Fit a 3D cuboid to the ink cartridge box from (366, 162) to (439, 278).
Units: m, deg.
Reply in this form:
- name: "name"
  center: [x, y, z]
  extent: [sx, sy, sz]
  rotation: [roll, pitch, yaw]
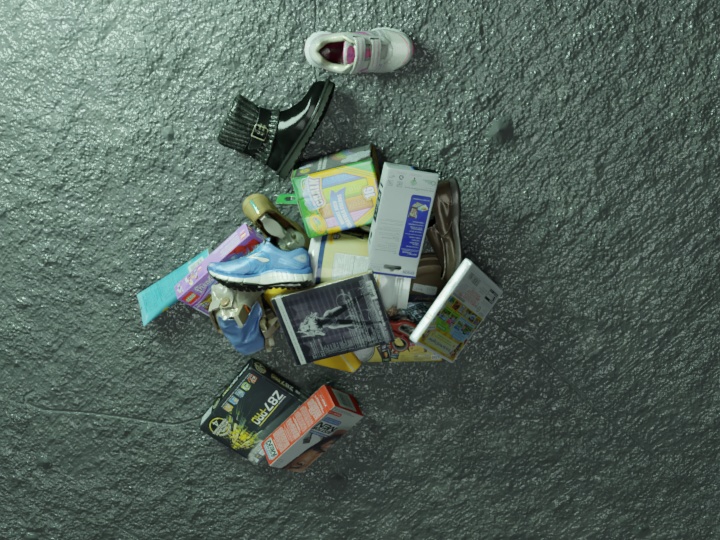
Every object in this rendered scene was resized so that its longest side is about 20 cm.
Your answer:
- name: "ink cartridge box"
  center: [0.072, -0.088, 1.402]
  extent: [0.098, 0.039, 0.202]
  rotation: [7, 110, -14]

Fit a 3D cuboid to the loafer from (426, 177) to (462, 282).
- name: "loafer"
  center: [0.152, -0.073, 1.461]
  extent: [0.070, 0.073, 0.203]
  rotation: [-3, 107, 2]

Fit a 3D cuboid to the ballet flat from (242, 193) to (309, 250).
- name: "ballet flat"
  center: [-0.151, -0.069, 1.467]
  extent: [0.069, 0.063, 0.200]
  rotation: [-43, 139, 6]

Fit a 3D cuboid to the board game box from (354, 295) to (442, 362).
- name: "board game box"
  center: [0.069, 0.119, 1.586]
  extent: [0.197, 0.035, 0.137]
  rotation: [0, 113, 1]

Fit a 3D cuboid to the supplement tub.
- name: "supplement tub"
  center: [0.000, 0.000, 1.502]
  extent: [0.197, 0.145, 0.146]
  rotation: [8, 113, 2]

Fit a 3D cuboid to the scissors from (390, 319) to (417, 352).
- name: "scissors"
  center: [0.040, 0.098, 1.530]
  extent: [0.199, 0.014, 0.073]
  rotation: [36, 115, -26]

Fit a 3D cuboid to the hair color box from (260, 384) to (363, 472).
- name: "hair color box"
  center: [-0.103, 0.341, 1.665]
  extent: [0.200, 0.064, 0.111]
  rotation: [-43, 141, 15]

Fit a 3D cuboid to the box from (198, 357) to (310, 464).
- name: "box"
  center: [-0.230, 0.307, 1.690]
  extent: [0.161, 0.049, 0.200]
  rotation: [36, 109, -17]

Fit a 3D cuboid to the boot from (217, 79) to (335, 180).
- name: "boot"
  center: [-0.156, -0.287, 1.428]
  extent: [0.157, 0.080, 0.212]
  rotation: [32, 105, -7]

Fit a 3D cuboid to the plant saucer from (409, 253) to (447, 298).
- name: "plant saucer"
  center: [0.143, 0.063, 1.596]
  extent: [0.197, 0.030, 0.202]
  rotation: [1, 112, 2]

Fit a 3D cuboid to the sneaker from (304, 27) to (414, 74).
- name: "sneaker"
  center: [-0.002, -0.383, 1.381]
  extent: [0.197, 0.088, 0.082]
  rotation: [-4, 113, 2]

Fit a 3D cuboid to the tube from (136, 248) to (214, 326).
- name: "tube"
  center: [-0.369, 0.029, 1.572]
  extent: [0.199, 0.078, 0.050]
  rotation: [-32, 141, 11]

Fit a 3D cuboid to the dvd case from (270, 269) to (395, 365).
- name: "dvd case"
  center: [-0.050, 0.090, 1.449]
  extent: [0.198, 0.016, 0.150]
  rotation: [-15, 114, 10]

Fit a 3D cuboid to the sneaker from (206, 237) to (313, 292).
- name: "sneaker"
  center: [-0.184, -0.011, 1.437]
  extent: [0.197, 0.079, 0.090]
  rotation: [-2, 75, 4]

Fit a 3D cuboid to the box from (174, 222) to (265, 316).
- name: "box"
  center: [-0.249, 0.011, 1.539]
  extent: [0.199, 0.039, 0.137]
  rotation: [-39, 137, 13]

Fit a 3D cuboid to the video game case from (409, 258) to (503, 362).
- name: "video game case"
  center: [0.190, 0.083, 1.513]
  extent: [0.023, 0.200, 0.183]
  rotation: [36, 92, 31]

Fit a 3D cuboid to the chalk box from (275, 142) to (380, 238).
- name: "chalk box"
  center: [-0.058, -0.145, 1.462]
  extent: [0.198, 0.125, 0.125]
  rotation: [-13, 112, 7]

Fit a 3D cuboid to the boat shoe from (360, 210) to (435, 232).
- name: "boat shoe"
  center: [0.098, -0.102, 1.509]
  extent: [0.198, 0.072, 0.067]
  rotation: [2, 107, -6]

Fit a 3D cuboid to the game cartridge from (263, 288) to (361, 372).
- name: "game cartridge"
  center: [-0.101, 0.113, 1.553]
  extent: [0.032, 0.176, 0.201]
  rotation: [-42, 110, -23]

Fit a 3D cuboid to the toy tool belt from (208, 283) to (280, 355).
- name: "toy tool belt"
  center: [-0.221, 0.111, 1.530]
  extent: [0.124, 0.124, 0.201]
  rotation: [-23, 138, -3]
